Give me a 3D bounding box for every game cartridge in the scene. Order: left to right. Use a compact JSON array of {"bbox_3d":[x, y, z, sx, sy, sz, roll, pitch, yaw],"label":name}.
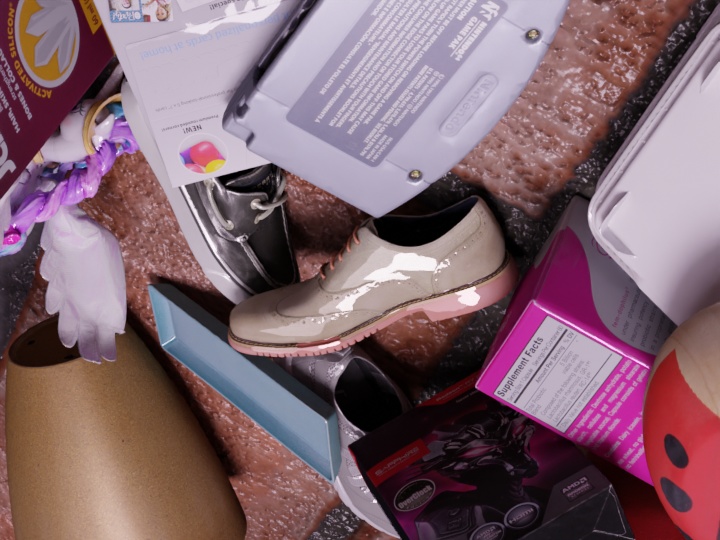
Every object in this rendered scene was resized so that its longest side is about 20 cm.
[{"bbox_3d":[0.025,-0.123,0.944,0.132,0.042,0.200,24,127,-24],"label":"game cartridge"}]

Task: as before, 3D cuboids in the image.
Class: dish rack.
[{"bbox_3d":[0.216,-0.035,0.916,0.172,0.043,0.201,46,137,15],"label":"dish rack"}]

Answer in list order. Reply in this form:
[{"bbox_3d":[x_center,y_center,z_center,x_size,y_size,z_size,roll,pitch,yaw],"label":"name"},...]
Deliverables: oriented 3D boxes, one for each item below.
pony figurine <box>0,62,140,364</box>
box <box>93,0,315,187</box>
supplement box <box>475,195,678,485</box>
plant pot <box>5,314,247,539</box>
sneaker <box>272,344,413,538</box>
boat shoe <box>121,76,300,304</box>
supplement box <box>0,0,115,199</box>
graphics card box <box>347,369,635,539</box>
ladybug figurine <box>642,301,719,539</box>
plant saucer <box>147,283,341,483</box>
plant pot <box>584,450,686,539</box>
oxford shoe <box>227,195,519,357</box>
[{"bbox_3d":[-0.237,-0.045,1.119,0.198,0.195,0.166,0,165,28],"label":"pony figurine"},{"bbox_3d":[-0.071,-0.154,0.969,0.154,0.041,0.201,-14,127,9],"label":"box"},{"bbox_3d":[0.188,0.059,1.034,0.199,0.102,0.104,30,139,0],"label":"supplement box"},{"bbox_3d":[-0.203,0.140,1.293,0.185,0.187,0.202,0,119,29],"label":"plant pot"},{"bbox_3d":[0.012,0.127,1.203,0.200,0.075,0.082,52,158,-24],"label":"sneaker"},{"bbox_3d":[-0.085,-0.053,1.097,0.063,0.071,0.201,-8,125,36],"label":"boat shoe"},{"bbox_3d":[-0.242,-0.124,1.013,0.085,0.201,0.111,2,132,26],"label":"supplement box"},{"bbox_3d":[0.079,0.143,1.080,0.125,0.200,0.051,-28,117,-6],"label":"graphics card box"},{"bbox_3d":[0.219,0.101,0.923,0.134,0.072,0.201,15,138,18],"label":"ladybug figurine"},{"bbox_3d":[-0.084,0.077,1.209,0.199,0.019,0.070,35,147,34],"label":"plant saucer"},{"bbox_3d":[0.198,0.208,1.106,0.199,0.196,0.202,15,138,14],"label":"plant pot"},{"bbox_3d":[0.000,0.000,1.084,0.198,0.071,0.074,-17,119,8],"label":"oxford shoe"}]
